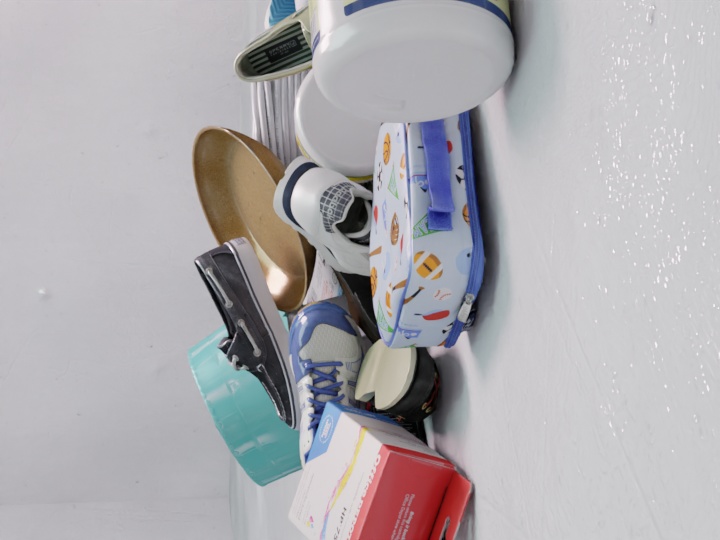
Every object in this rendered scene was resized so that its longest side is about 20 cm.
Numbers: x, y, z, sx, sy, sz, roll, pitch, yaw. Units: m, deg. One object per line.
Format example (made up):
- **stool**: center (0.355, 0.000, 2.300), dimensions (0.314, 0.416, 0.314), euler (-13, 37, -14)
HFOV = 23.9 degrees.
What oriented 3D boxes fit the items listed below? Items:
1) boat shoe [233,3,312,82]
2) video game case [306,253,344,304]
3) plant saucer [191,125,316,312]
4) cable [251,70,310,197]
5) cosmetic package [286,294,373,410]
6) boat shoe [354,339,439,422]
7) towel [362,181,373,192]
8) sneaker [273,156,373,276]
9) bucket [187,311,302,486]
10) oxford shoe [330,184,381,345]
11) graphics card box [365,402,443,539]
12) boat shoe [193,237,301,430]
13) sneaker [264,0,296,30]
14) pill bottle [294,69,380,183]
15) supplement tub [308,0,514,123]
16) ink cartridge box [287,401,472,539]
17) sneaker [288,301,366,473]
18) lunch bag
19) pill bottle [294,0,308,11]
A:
- **boat shoe**: center (-0.030, -0.218, 1.568), dimensions (0.072, 0.199, 0.062), euler (58, -148, -11)
- **video game case**: center (-0.007, 0.058, 1.771), dimensions (0.201, 0.024, 0.183), euler (100, 148, -52)
- **plant saucer**: center (-0.098, -0.056, 1.683), dimensions (0.200, 0.035, 0.201), euler (42, 148, 35)
- **cable**: center (-0.070, -0.142, 1.784), dimensions (0.200, 0.069, 0.202), euler (65, -157, -79)
- **cosmetic package**: center (-0.018, 0.139, 1.713), dimensions (0.101, 0.071, 0.202), euler (-131, 31, -59)
- **boat shoe**: center (0.042, 0.094, 1.494), dimensions (0.201, 0.063, 0.074), euler (144, 145, -80)
- **towel**: center (-0.003, -0.102, 1.820), dimensions (0.201, 0.048, 0.172), euler (-103, 15, -56)
- **sneaker**: center (0.005, -0.033, 1.501), dimensions (0.200, 0.080, 0.077), euler (26, -96, -54)
- **bucket**: center (-0.093, 0.132, 1.904), dimensions (0.208, 0.134, 0.207), euler (61, -177, -6)
- **oxford shoe**: center (0.000, 0.000, 1.636), dimensions (0.085, 0.072, 0.201), euler (93, 160, -57)
- **graphics card box**: center (0.035, 0.223, 1.581), dimensions (0.201, 0.050, 0.126), euler (-102, 14, -48)
- **boat shoe**: center (-0.109, 0.071, 1.688), dimensions (0.202, 0.067, 0.072), euler (69, 163, -5)
- **sneaker**: center (-0.043, -0.274, 1.754), dimensions (0.081, 0.076, 0.200), euler (-55, -2, 42)
- **pill bottle**: center (-0.007, -0.139, 1.592), dimensions (0.200, 0.112, 0.114), euler (158, 112, -88)
- **supplement tub**: center (0.031, -0.224, 1.230), dimensions (0.145, 0.144, 0.202), euler (108, 160, -66)
- **ink cartridge box**: center (0.014, 0.196, 1.445), dimensions (0.200, 0.067, 0.117), euler (27, 99, 67)
- **sneaker**: center (-0.025, 0.130, 1.598), dimensions (0.088, 0.075, 0.202), euler (-101, 5, -66)
- **lunch bag**: center (0.054, -0.042, 1.349), dimensions (0.161, 0.075, 0.201), euler (107, 162, -57)
- **pill bottle**: center (-0.016, -0.322, 1.673), dimensions (0.111, 0.110, 0.201), euler (99, 167, -50)
